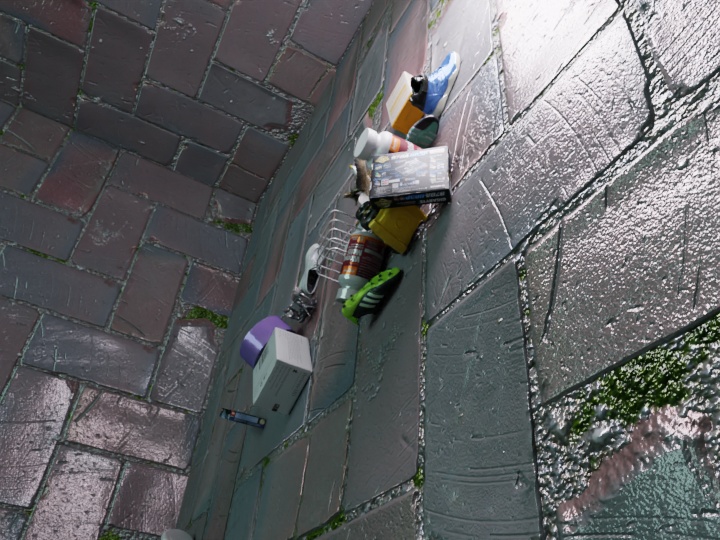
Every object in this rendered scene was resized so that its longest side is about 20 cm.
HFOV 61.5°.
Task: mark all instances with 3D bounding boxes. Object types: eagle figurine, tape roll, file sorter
[{"bbox_3d":[0.018,-0.304,1.903,0.200,0.151,0.152,-62,-1,33],"label":"eagle figurine"},{"bbox_3d":[-0.336,0.268,2.203,0.200,0.085,0.200,-41,-26,-25],"label":"tape roll"},{"bbox_3d":[-0.064,-0.074,1.942,0.139,0.124,0.200,-54,24,37],"label":"file sorter"}]

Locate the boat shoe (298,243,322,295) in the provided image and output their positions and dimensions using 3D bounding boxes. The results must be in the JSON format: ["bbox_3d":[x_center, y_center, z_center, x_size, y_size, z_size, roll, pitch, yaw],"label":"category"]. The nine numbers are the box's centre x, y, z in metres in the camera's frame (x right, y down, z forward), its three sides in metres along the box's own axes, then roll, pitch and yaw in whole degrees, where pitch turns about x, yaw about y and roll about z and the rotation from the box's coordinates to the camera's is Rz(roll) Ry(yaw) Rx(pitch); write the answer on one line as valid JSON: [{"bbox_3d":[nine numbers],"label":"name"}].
[{"bbox_3d":[-0.172,-0.002,2.268,0.071,0.070,0.202,2,75,58],"label":"boat shoe"}]

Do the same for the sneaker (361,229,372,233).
[{"bbox_3d":[0.059,-0.136,1.779,0.200,0.070,0.080,-52,10,35],"label":"sneaker"}]

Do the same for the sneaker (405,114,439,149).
[{"bbox_3d":[0.158,-0.376,1.739,0.200,0.074,0.088,-55,18,37],"label":"sneaker"}]

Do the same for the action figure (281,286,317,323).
[{"bbox_3d":[-0.227,0.131,2.209,0.119,0.102,0.200,-61,15,-13],"label":"action figure"}]

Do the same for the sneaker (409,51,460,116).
[{"bbox_3d":[0.205,-0.548,1.727,0.201,0.111,0.077,-69,19,-2],"label":"sneaker"}]

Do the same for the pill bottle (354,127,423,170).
[{"bbox_3d":[0.090,-0.306,1.647,0.113,0.199,0.113,-53,24,38],"label":"pill bottle"}]

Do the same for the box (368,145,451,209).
[{"bbox_3d":[0.124,-0.231,1.507,0.046,0.199,0.159,70,-161,-48],"label":"box"}]

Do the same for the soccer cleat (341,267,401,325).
[{"bbox_3d":[0.039,0.067,1.606,0.200,0.081,0.068,-38,20,17],"label":"soccer cleat"}]

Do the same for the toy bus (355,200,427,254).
[{"bbox_3d":[0.098,-0.165,1.610,0.192,0.136,0.200,-51,20,8],"label":"toy bus"}]

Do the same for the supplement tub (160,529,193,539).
[{"bbox_3d":[-0.799,1.216,2.548,0.201,0.144,0.144,-68,19,2],"label":"supplement tub"}]

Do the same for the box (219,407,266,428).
[{"bbox_3d":[-0.450,0.560,2.303,0.200,0.136,0.038,-21,52,65],"label":"box"}]

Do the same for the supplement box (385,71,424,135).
[{"bbox_3d":[0.149,-0.529,1.921,0.126,0.073,0.200,-57,22,31],"label":"supplement box"}]

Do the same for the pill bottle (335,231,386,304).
[{"bbox_3d":[0.000,0.000,1.708,0.110,0.109,0.201,-21,50,65],"label":"pill bottle"}]

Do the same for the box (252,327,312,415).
[{"bbox_3d":[-0.267,0.338,2.045,0.199,0.130,0.200,-62,21,20],"label":"box"}]
